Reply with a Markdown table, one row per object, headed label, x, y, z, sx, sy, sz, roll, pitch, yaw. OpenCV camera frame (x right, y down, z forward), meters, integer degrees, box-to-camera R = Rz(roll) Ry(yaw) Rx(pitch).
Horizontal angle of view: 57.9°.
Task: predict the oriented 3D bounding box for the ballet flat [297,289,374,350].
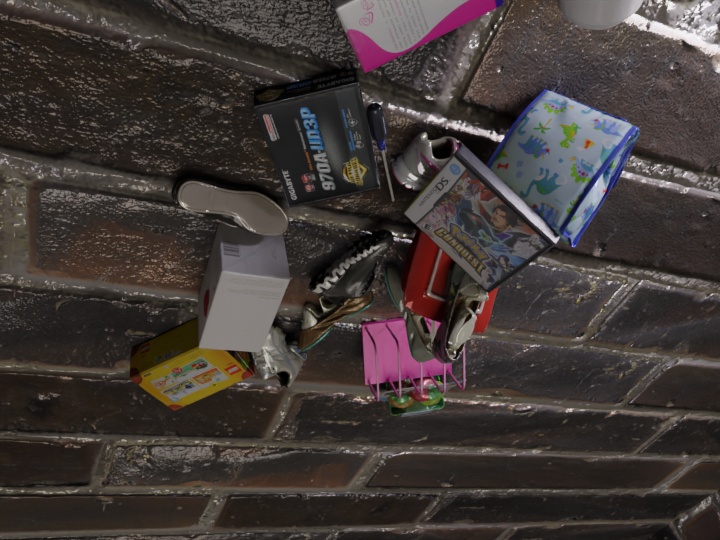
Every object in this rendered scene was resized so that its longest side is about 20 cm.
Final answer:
| label | x | y | z | sx | sy | sz | roll | pitch | yaw |
| --- | --- | --- | --- | --- | --- | --- | --- | --- | --- |
| ballet flat | -0.066 | 0.083 | 1.301 | 0.199 | 0.068 | 0.072 | -34 | 114 | 20 |

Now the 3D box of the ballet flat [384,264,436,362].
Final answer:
| label | x | y | z | sx | sy | sz | roll | pitch | yaw |
| --- | --- | --- | --- | --- | --- | --- | --- | --- | --- |
| ballet flat | 0.108 | 0.078 | 1.265 | 0.063 | 0.202 | 0.067 | -17 | -177 | 32 |

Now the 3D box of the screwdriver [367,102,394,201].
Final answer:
| label | x | y | z | sx | sy | sz | roll | pitch | yaw |
| --- | --- | --- | --- | --- | --- | --- | --- | --- | --- |
| screwdriver | 0.040 | -0.184 | 1.066 | 0.028 | 0.029 | 0.201 | -15 | 132 | 1 |

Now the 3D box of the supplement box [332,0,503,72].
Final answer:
| label | x | y | z | sx | sy | sz | roll | pitch | yaw |
| --- | --- | --- | --- | --- | --- | --- | --- | --- | --- |
| supplement box | 0.066 | -0.361 | 0.840 | 0.198 | 0.104 | 0.101 | -24 | 138 | 8 |

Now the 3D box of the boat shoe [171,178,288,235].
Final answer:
| label | x | y | z | sx | sy | sz | roll | pitch | yaw |
| --- | --- | --- | --- | --- | --- | --- | --- | --- | --- |
| boat shoe | -0.213 | -0.108 | 1.070 | 0.198 | 0.057 | 0.068 | 16 | 94 | -34 |

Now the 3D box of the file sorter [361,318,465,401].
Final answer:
| label | x | y | z | sx | sy | sz | roll | pitch | yaw |
| --- | --- | --- | --- | --- | --- | --- | --- | --- | --- |
| file sorter | 0.112 | 0.186 | 1.369 | 0.198 | 0.125 | 0.141 | -6 | 107 | -9 |

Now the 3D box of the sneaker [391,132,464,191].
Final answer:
| label | x | y | z | sx | sy | sz | roll | pitch | yaw |
| --- | --- | --- | --- | --- | --- | --- | --- | --- | --- |
| sneaker | 0.155 | -0.169 | 1.080 | 0.198 | 0.082 | 0.089 | 10 | 134 | -25 |

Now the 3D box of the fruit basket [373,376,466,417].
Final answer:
| label | x | y | z | sx | sy | sz | roll | pitch | yaw |
| --- | --- | --- | --- | --- | --- | --- | --- | --- | --- |
| fruit basket | 0.133 | 0.285 | 1.496 | 0.183 | 0.095 | 0.200 | -6 | 169 | -10 |

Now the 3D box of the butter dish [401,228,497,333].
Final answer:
| label | x | y | z | sx | sy | sz | roll | pitch | yaw |
| --- | --- | --- | --- | --- | --- | --- | --- | --- | --- |
| butter dish | 0.152 | -0.004 | 1.216 | 0.198 | 0.147 | 0.202 | 19 | 84 | -28 |

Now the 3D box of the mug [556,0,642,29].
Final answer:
| label | x | y | z | sx | sy | sz | roll | pitch | yaw |
| --- | --- | --- | --- | --- | --- | --- | --- | --- | --- |
| mug | 0.334 | -0.407 | 0.843 | 0.184 | 0.151 | 0.154 | -11 | 146 | 6 |

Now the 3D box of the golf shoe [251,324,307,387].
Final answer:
| label | x | y | z | sx | sy | sz | roll | pitch | yaw |
| --- | --- | --- | --- | --- | --- | --- | --- | --- | --- |
| golf shoe | -0.186 | 0.167 | 1.312 | 0.078 | 0.098 | 0.200 | -8 | 145 | 39 |

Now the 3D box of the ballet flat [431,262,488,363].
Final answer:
| label | x | y | z | sx | sy | sz | roll | pitch | yaw |
| --- | --- | --- | --- | --- | --- | --- | --- | --- | --- |
| ballet flat | 0.179 | 0.065 | 1.112 | 0.069 | 0.071 | 0.202 | 21 | 84 | -25 |

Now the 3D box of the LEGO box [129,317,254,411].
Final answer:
| label | x | y | z | sx | sy | sz | roll | pitch | yaw |
| --- | --- | --- | --- | --- | --- | --- | --- | --- | --- |
| LEGO box | -0.337 | 0.185 | 1.313 | 0.198 | 0.078 | 0.149 | -24 | 137 | 9 |

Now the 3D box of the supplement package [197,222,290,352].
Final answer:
| label | x | y | z | sx | sy | sz | roll | pitch | yaw |
| --- | --- | --- | --- | --- | --- | --- | --- | --- | --- |
| supplement package | -0.214 | 0.036 | 1.160 | 0.118 | 0.122 | 0.201 | 7 | 132 | -22 |

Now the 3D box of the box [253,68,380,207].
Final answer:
| label | x | y | z | sx | sy | sz | roll | pitch | yaw |
| --- | --- | --- | --- | --- | --- | --- | --- | --- | --- |
| box | -0.061 | -0.199 | 1.005 | 0.157 | 0.046 | 0.201 | -11 | 137 | 3 |

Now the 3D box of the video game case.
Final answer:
| label | x | y | z | sx | sy | sz | roll | pitch | yaw |
| --- | --- | --- | --- | --- | --- | --- | --- | --- | --- |
| video game case | 0.182 | -0.073 | 1.021 | 0.200 | 0.026 | 0.181 | 43 | 145 | 0 |

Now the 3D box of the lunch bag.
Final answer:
| label | x | y | z | sx | sy | sz | roll | pitch | yaw |
| --- | --- | --- | --- | --- | --- | --- | --- | --- | --- |
| lunch bag | 0.309 | -0.167 | 1.020 | 0.201 | 0.169 | 0.127 | -60 | 152 | 6 |

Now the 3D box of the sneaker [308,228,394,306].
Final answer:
| label | x | y | z | sx | sy | sz | roll | pitch | yaw |
| --- | --- | --- | --- | --- | --- | --- | --- | --- | --- |
| sneaker | 0.000 | 0.000 | 1.210 | 0.199 | 0.067 | 0.090 | -37 | 112 | 27 |
